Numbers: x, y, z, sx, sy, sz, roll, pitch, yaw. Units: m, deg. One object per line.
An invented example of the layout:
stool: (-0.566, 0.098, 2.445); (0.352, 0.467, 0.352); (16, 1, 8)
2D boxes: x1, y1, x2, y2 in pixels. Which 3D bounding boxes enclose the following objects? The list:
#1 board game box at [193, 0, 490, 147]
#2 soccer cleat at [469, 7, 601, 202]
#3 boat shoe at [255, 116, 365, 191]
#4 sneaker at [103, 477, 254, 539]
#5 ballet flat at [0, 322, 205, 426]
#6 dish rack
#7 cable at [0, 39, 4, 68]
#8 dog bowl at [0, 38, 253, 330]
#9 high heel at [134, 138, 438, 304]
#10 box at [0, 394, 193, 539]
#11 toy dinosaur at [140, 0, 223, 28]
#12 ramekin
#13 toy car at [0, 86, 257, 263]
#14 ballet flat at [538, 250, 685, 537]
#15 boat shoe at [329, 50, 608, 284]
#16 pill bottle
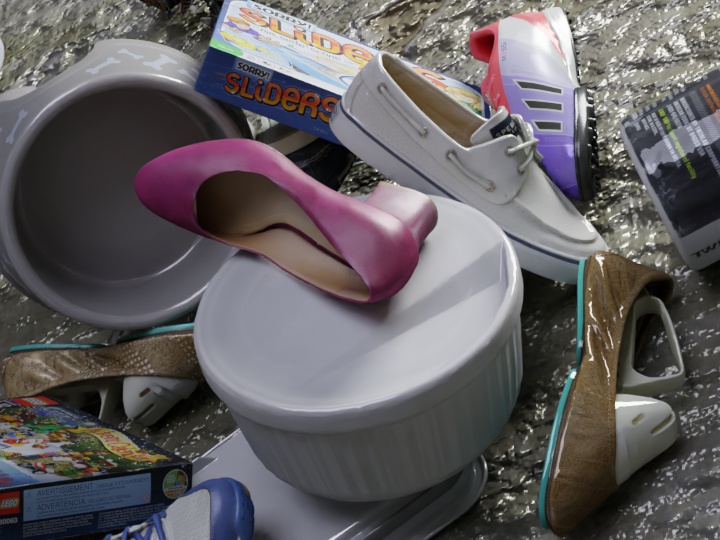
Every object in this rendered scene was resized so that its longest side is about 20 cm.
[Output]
board game box: (-0.009, -0.121, 1.419); (0.136, 0.198, 0.035); (-87, 18, -68)
soccer cleat: (0.118, -0.109, 1.412); (0.072, 0.069, 0.201); (-8, 38, 1)
boat shoe: (-0.028, -0.091, 1.495); (0.074, 0.062, 0.200); (-22, 13, 7)
sneaker: (-0.148, 0.193, 1.253); (0.200, 0.088, 0.075); (-47, 35, 14)
ballet flat: (-0.166, 0.079, 1.459); (0.199, 0.070, 0.066); (-10, 72, 33)
dish rack: (-0.033, 0.132, 1.308); (0.199, 0.044, 0.172); (-35, 37, -1)
cable: (-0.413, -0.169, 1.883); (0.199, 0.069, 0.201); (-4, 47, 33)
dog bowl: (-0.159, -0.052, 1.412); (0.200, 0.201, 0.059); (-37, 23, -3)
high heel: (-0.058, -0.027, 1.238); (0.198, 0.068, 0.096); (5, 31, 22)
box: (-0.215, 0.124, 1.338); (0.136, 0.038, 0.199); (-5, 13, -36)
toy dinosaur: (-0.143, -0.256, 1.709); (0.103, 0.135, 0.200); (-58, -1, -4)
ramekin: (0.006, 0.050, 1.254); (0.201, 0.095, 0.203); (-11, 36, 8)
toy car: (-0.180, -0.053, 1.532); (0.199, 0.174, 0.151); (5, 90, 52)
ballet flat: (0.152, 0.069, 1.229); (0.072, 0.068, 0.201); (3, 45, 14)
boat shoe: (0.079, -0.068, 1.318); (0.070, 0.199, 0.071); (-57, -3, 28)
pill bottle: (0.265, -0.089, 1.261); (0.199, 0.106, 0.107); (-28, 39, 10)
